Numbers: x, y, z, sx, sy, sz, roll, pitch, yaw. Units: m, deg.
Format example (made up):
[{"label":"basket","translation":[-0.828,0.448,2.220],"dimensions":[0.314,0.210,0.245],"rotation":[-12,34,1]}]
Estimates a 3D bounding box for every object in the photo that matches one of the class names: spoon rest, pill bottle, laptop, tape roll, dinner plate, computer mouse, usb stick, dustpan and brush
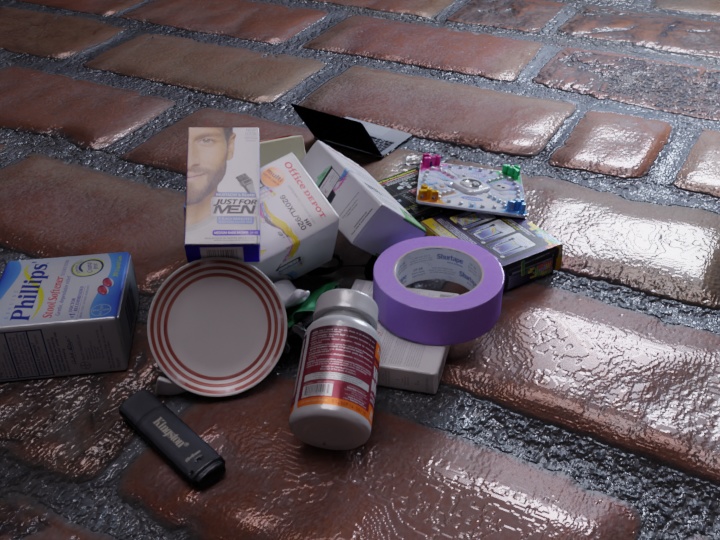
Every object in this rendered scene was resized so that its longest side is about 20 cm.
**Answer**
[{"label":"spoon rest","translation":[-0.249,0.103,1.298],"dimensions":[0.060,0.100,0.201],"rotation":[19,50,-5]},{"label":"pill bottle","translation":[-0.030,0.131,1.167],"dimensions":[0.109,0.110,0.201],"rotation":[3,53,8]},{"label":"laptop","translation":[-0.015,-0.326,1.871],"dimensions":[0.187,0.116,0.200],"rotation":[21,41,29]},{"label":"tape roll","translation":[0.118,0.027,1.320],"dimensions":[0.199,0.066,0.200],"rotation":[0,36,0]},{"label":"dinner plate","translation":[-0.205,0.081,1.239],"dimensions":[0.199,0.201,0.024],"rotation":[-9,-1,-10]},{"label":"computer mouse","translation":[0.000,0.000,1.478],"dimensions":[0.199,0.034,0.059],"rotation":[2,56,14]},{"label":"usb stick","translation":[-0.257,0.223,1.158],"dimensions":[0.055,0.033,0.200],"rotation":[-28,43,-34]},{"label":"dustpan and brush","translation":[-0.129,0.050,1.324],"dimensions":[0.139,0.200,0.057],"rotation":[-28,82,-33]}]

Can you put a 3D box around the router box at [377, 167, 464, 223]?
[{"label":"router box","translation":[0.073,-0.112,1.602],"dimensions":[0.199,0.062,0.150],"rotation":[-22,40,-26]}]

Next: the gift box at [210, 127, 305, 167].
[{"label":"gift box","translation":[-0.203,-0.162,1.544],"dimensions":[0.186,0.201,0.184],"rotation":[-15,7,-19]}]

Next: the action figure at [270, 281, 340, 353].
[{"label":"action figure","translation":[-0.074,0.063,1.345],"dimensions":[0.118,0.055,0.200],"rotation":[-30,9,26]}]

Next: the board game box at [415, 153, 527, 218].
[{"label":"board game box","translation":[0.207,-0.163,1.599],"dimensions":[0.199,0.026,0.200],"rotation":[8,29,3]}]

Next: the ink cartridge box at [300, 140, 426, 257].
[{"label":"ink cartridge box","translation":[-0.005,-0.113,1.440],"dimensions":[0.145,0.084,0.200],"rotation":[25,18,-52]}]

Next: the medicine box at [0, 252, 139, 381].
[{"label":"medicine box","translation":[-0.458,0.068,1.334],"dimensions":[0.199,0.103,0.182],"rotation":[-4,34,-5]}]

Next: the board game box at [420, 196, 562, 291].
[{"label":"board game box","translation":[0.225,-0.044,1.501],"dimensions":[0.165,0.057,0.200],"rotation":[-20,38,-21]}]

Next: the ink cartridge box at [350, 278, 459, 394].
[{"label":"ink cartridge box","translation":[0.051,0.096,1.316],"dimensions":[0.175,0.045,0.200],"rotation":[8,35,14]}]

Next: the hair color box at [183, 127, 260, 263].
[{"label":"hair color box","translation":[-0.203,-0.114,1.273],"dimensions":[0.109,0.065,0.201],"rotation":[-1,63,-7]}]

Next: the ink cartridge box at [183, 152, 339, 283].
[{"label":"ink cartridge box","translation":[-0.157,-0.060,1.369],"dimensions":[0.199,0.145,0.147],"rotation":[-29,73,-19]}]

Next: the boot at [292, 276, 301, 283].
[{"label":"boot","translation":[-0.183,0.001,1.442],"dimensions":[0.200,0.075,0.097],"rotation":[-28,39,-35]}]
